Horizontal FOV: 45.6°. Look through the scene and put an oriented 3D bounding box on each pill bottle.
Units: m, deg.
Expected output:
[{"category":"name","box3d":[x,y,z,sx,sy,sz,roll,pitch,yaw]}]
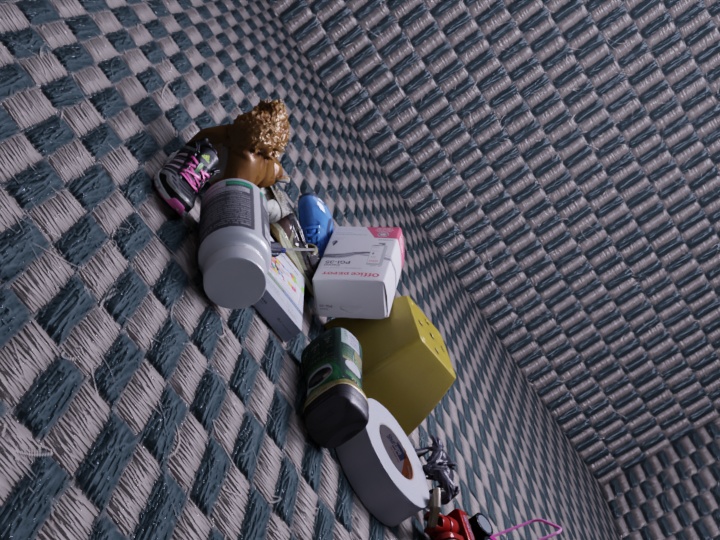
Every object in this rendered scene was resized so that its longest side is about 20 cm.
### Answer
[{"category":"pill bottle","box3d":[-0.193,-0.042,1.314,0.113,0.112,0.202,47,19,-34]}]

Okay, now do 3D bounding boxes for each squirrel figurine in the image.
[{"category":"squirrel figurine","box3d":[-0.187,-0.204,1.530,0.143,0.200,0.185,53,24,20]}]

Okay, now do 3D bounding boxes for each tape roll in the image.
[{"category":"tape roll","box3d":[0.035,0.318,1.429,0.201,0.066,0.201,52,14,-18]}]

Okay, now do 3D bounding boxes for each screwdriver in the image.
[{"category":"screwdriver","box3d":[-0.129,-0.033,1.520,0.199,0.027,0.030,9,92,-66]}]

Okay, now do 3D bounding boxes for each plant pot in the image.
[{"category":"plant pot","box3d":[0.067,0.172,1.643,0.200,0.175,0.202,48,15,-34]}]

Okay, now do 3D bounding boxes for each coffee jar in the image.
[{"category":"coffee jar","box3d":[-0.042,0.186,1.367,0.085,0.104,0.201,47,17,-25]}]

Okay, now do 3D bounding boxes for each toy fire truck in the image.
[{"category":"toy fire truck","box3d":[0.160,0.469,1.448,0.198,0.128,0.178,33,24,-33]}]

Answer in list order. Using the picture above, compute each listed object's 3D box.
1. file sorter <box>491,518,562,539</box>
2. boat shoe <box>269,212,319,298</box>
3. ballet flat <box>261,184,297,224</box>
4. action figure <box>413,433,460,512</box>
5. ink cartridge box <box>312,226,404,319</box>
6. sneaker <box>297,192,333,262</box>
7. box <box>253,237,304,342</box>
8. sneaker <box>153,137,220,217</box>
[{"category":"file sorter","box3d":[0.322,0.573,1.556,0.139,0.123,0.205,146,-72,-79]},{"category":"boat shoe","box3d":[-0.107,-0.024,1.635,0.073,0.064,0.202,46,-11,45]},{"category":"ballet flat","box3d":[-0.195,-0.154,1.697,0.203,0.067,0.075,62,33,-3]},{"category":"action figure","box3d":[0.128,0.376,1.557,0.201,0.100,0.121,71,-2,-63]},{"category":"ink cartridge box","box3d":[0.000,0.000,1.662,0.201,0.143,0.084,-70,159,-56]},{"category":"sneaker","box3d":[-0.088,-0.057,1.730,0.079,0.064,0.204,-78,162,-56]},{"category":"box","box3d":[-0.158,0.012,1.488,0.157,0.041,0.201,52,13,-21]},{"category":"sneaker","box3d":[-0.270,-0.158,1.367,0.074,0.087,0.201,50,15,-24]}]
